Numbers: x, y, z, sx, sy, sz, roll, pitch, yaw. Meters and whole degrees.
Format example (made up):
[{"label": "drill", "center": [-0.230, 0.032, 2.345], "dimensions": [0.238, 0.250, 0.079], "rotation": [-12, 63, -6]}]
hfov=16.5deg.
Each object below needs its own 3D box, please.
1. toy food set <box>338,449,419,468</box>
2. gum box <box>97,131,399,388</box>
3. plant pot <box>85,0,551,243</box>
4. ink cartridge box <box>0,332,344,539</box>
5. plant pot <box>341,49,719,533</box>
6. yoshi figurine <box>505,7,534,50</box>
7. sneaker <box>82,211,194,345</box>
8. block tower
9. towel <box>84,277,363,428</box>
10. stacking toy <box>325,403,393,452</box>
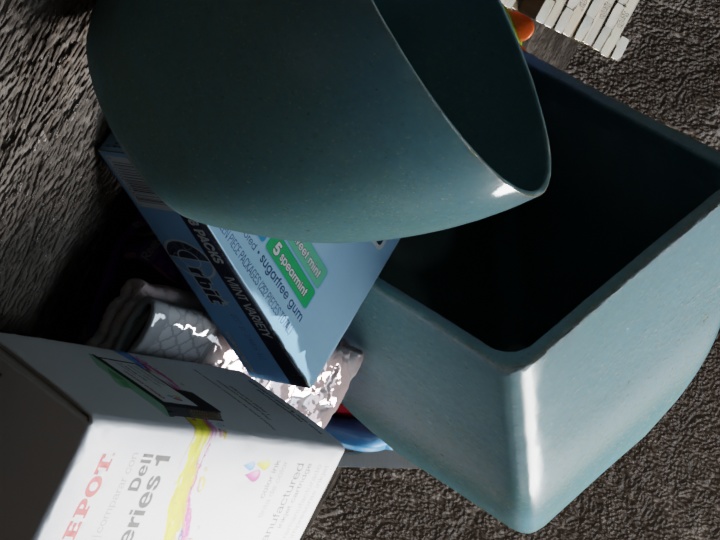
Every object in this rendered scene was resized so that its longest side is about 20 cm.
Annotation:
[{"label": "toy food set", "center": [-0.014, 0.062, 1.644], "dimensions": [0.200, 0.143, 0.061], "rotation": [-84, 175, -56]}, {"label": "gum box", "center": [-0.027, -0.073, 1.227], "dimensions": [0.200, 0.044, 0.170], "rotation": [-59, 138, -27]}, {"label": "plant pot", "center": [-0.030, -0.090, 0.998], "dimensions": [0.135, 0.200, 0.200], "rotation": [-27, -175, 17]}, {"label": "ink cartridge box", "center": [-0.119, 0.118, 1.155], "dimensions": [0.200, 0.084, 0.145], "rotation": [13, 107, -56]}, {"label": "plant pot", "center": [0.084, 0.029, 1.396], "dimensions": [0.196, 0.196, 0.200], "rotation": [-37, 141, -29]}, {"label": "yoshi figurine", "center": [0.066, -0.207, 1.712], "dimensions": [0.112, 0.112, 0.201], "rotation": [41, -55, 54]}, {"label": "sneaker", "center": [-0.085, -0.018, 1.287], "dimensions": [0.201, 0.080, 0.088], "rotation": [-64, 157, -5]}, {"label": "block tower", "center": [0.103, -0.199, 1.622], "dimensions": [0.200, 0.054, 0.058], "rotation": [21, 100, -44]}, {"label": "towel", "center": [-0.102, 0.108, 1.278], "dimensions": [0.191, 0.032, 0.200], "rotation": [20, 104, -54]}, {"label": "stacking toy", "center": [0.000, 0.000, 1.498], "dimensions": [0.116, 0.109, 0.201], "rotation": [-30, 132, -64]}]
